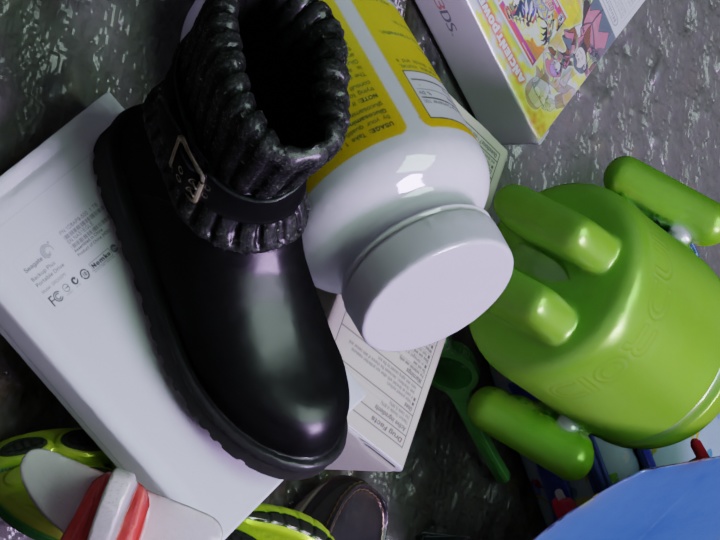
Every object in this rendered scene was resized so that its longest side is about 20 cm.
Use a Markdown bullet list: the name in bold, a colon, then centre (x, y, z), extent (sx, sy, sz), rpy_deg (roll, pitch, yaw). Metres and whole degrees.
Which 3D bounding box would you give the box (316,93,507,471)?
- **box**: centre (0.000, 0.000, 1.378), extent (0.095, 0.077, 0.201), rpy_deg (41, 60, -39)

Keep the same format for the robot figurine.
- **robot figurine**: centre (0.136, 0.027, 1.398), extent (0.200, 0.115, 0.176), rpy_deg (33, 84, -46)

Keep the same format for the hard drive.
- **hard drive**: centre (-0.102, 0.024, 1.241), extent (0.200, 0.027, 0.132), rpy_deg (49, 50, -2)

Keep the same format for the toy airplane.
- **toy airplane**: centre (-0.138, 0.180, 1.129), extent (0.141, 0.199, 0.200), rpy_deg (-57, 124, -81)

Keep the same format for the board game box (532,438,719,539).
- **board game box**: centre (0.153, 0.133, 1.442), extent (0.199, 0.158, 0.039), rpy_deg (-7, 57, -38)

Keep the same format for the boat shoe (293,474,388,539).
- **boat shoe**: centre (-0.017, 0.207, 1.356), extent (0.074, 0.073, 0.201), rpy_deg (35, 63, -42)

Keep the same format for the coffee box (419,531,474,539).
- **coffee box**: centre (0.089, 0.249, 1.495), extent (0.200, 0.044, 0.124), rpy_deg (41, 60, -39)

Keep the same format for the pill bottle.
- **pill bottle**: centre (-0.005, -0.063, 1.283), extent (0.112, 0.112, 0.201), rpy_deg (8, 44, -48)

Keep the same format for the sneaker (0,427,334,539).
- **sneaker**: centre (-0.102, 0.143, 1.258), extent (0.199, 0.084, 0.074), rpy_deg (25, 36, -26)

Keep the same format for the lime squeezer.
- **lime squeezer**: centre (0.051, 0.036, 1.477), extent (0.071, 0.037, 0.202), rpy_deg (-46, 126, -76)

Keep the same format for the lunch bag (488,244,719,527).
- **lunch bag**: centre (0.163, 0.082, 1.559), extent (0.160, 0.082, 0.201), rpy_deg (-36, 113, -39)

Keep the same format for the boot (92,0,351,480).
- **boot**: centre (-0.042, -0.019, 1.182), extent (0.079, 0.158, 0.212), rpy_deg (-23, 80, -39)

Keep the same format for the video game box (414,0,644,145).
- **video game box**: centre (0.093, -0.207, 1.516), extent (0.183, 0.047, 0.201), rpy_deg (-53, 125, -38)
